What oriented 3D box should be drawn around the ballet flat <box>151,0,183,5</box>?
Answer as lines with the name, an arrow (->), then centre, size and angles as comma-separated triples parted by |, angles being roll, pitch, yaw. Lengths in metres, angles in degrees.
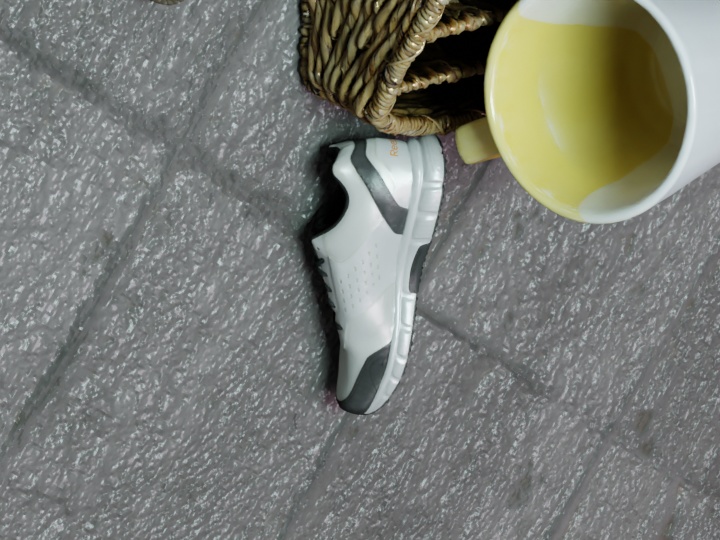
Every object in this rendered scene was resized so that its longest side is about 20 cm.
ballet flat -> -0.121, -0.247, 1.673 | 0.067, 0.046, 0.201 | -24, 123, -32

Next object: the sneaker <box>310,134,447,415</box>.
sneaker -> 0.000, 0.000, 1.884 | 0.079, 0.074, 0.201 | 5, 113, -12

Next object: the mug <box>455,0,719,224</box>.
mug -> 0.164, -0.121, 1.786 | 0.153, 0.186, 0.150 | -17, 121, -51

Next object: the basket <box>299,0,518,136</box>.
basket -> 0.078, -0.151, 1.819 | 0.199, 0.149, 0.144 | -15, 118, -37
